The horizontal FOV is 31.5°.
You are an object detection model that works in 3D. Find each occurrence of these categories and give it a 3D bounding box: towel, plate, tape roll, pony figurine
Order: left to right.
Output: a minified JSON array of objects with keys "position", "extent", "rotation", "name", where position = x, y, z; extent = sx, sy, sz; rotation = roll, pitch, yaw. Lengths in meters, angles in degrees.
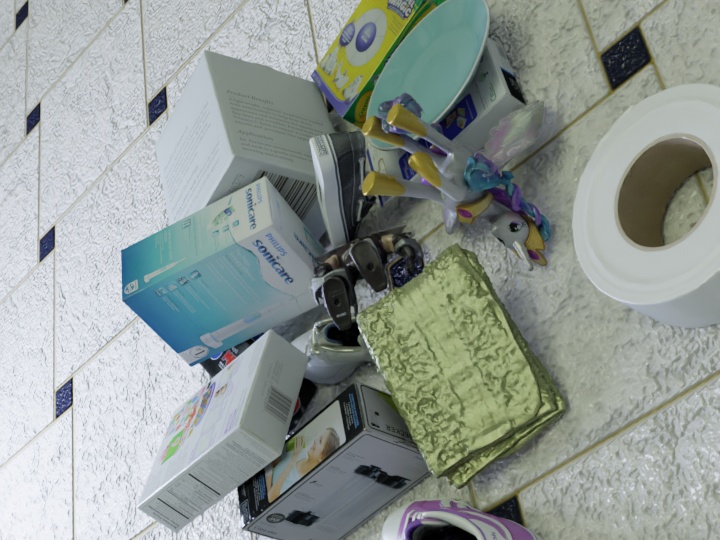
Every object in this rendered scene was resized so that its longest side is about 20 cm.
[{"position":[0.079,-0.213,1.400],"extent":[0.200,0.026,0.201],"rotation":[-39,33,31],"name":"plate"},{"position":[0.091,0.090,1.216],"extent":[0.148,0.036,0.201],"rotation":[-36,70,15],"name":"towel"},{"position":[0.099,-0.096,1.270],"extent":[0.167,0.199,0.194],"rotation":[-50,24,32],"name":"pony figurine"},{"position":[0.280,-0.057,1.095],"extent":[0.202,0.071,0.204],"rotation":[-27,53,42],"name":"tape roll"}]

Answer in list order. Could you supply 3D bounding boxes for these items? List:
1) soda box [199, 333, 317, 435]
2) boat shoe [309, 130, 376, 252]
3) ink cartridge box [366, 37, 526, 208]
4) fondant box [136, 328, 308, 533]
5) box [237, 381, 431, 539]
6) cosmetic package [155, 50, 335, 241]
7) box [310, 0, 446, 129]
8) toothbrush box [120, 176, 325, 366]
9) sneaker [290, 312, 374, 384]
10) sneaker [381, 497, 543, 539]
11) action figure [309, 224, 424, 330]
[{"position":[-0.133,0.115,1.520],"extent":[0.071,0.063,0.200],"rotation":[-61,38,8],"name":"soda box"},{"position":[-0.012,-0.085,1.419],"extent":[0.067,0.200,0.072],"rotation":[-15,55,-5],"name":"boat shoe"},{"position":[0.091,-0.156,1.407],"extent":[0.200,0.039,0.100],"rotation":[-41,44,29],"name":"ink cartridge box"},{"position":[-0.148,0.173,1.369],"extent":[0.200,0.058,0.145],"rotation":[-39,23,36],"name":"fondant box"},{"position":[-0.021,0.204,1.296],"extent":[0.200,0.116,0.060],"rotation":[-43,41,31],"name":"box"},{"position":[-0.134,-0.127,1.545],"extent":[0.165,0.164,0.201],"rotation":[-55,37,33],"name":"cosmetic package"},{"position":[0.028,-0.282,1.543],"extent":[0.200,0.048,0.117],"rotation":[-53,39,16],"name":"box"},{"position":[-0.152,0.004,1.459],"extent":[0.199,0.147,0.086],"rotation":[-26,45,15],"name":"toothbrush box"},{"position":[-0.024,0.075,1.387],"extent":[0.199,0.087,0.075],"rotation":[-20,64,46],"name":"sneaker"},{"position":[0.065,0.239,1.172],"extent":[0.200,0.114,0.073],"rotation":[-7,68,51],"name":"sneaker"},{"position":[0.000,0.000,1.360],"extent":[0.130,0.070,0.200],"rotation":[-32,5,10],"name":"action figure"}]
